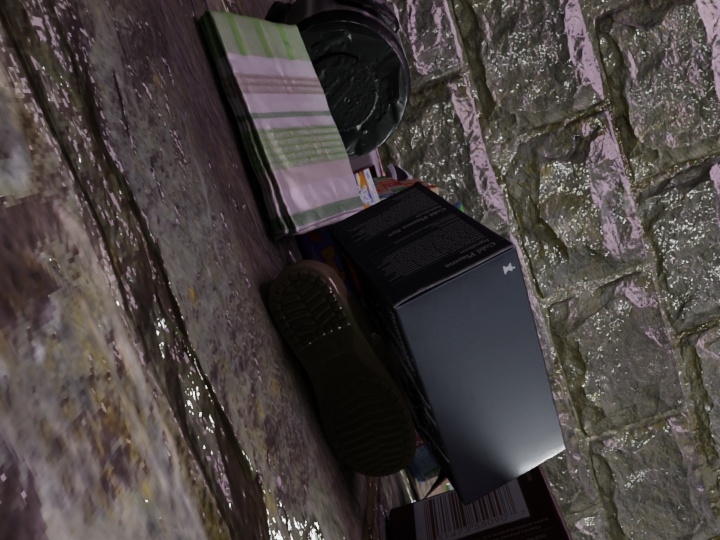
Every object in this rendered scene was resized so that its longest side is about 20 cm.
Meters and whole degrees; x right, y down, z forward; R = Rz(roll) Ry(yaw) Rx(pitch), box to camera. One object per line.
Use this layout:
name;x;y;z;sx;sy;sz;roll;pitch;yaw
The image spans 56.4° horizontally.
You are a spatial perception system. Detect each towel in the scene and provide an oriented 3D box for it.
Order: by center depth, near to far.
towel;-0.068;-0.134;0.625;0.148;0.030;0.204;-22;92;-61

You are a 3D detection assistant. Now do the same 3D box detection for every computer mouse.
computer mouse;0.087;-0.113;1.183;0.111;0.043;0.203;89;-11;-52

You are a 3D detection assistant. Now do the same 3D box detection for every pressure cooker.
pressure cooker;-0.030;-0.255;0.834;0.202;0.174;0.179;-94;168;-56

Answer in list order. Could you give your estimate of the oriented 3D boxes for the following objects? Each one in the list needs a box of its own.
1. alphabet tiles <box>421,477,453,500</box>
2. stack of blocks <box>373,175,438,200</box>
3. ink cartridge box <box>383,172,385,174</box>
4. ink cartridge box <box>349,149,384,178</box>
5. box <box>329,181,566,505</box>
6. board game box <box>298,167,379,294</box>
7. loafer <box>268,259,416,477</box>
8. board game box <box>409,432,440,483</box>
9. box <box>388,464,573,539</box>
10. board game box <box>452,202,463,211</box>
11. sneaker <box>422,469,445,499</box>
alphabet tiles;0.135;0.335;0.796;0.165;0.007;0.204;-27;101;-39
stack of blocks;0.039;-0.098;1.009;0.200;0.112;0.060;-130;-150;-72
ink cartridge box;0.055;-0.093;1.462;0.146;0.081;0.205;19;53;-82
ink cartridge box;-0.008;-0.191;1.215;0.200;0.082;0.180;38;36;-78
box;0.070;0.054;0.585;0.204;0.102;0.182;69;-9;-25
board game box;0.000;0.000;0.745;0.134;0.044;0.204;-36;108;-62
loafer;-0.006;0.074;0.536;0.068;0.074;0.204;-77;148;-64
board game box;0.108;0.178;0.879;0.200;0.198;0.062;45;21;-41
box;0.132;0.322;0.609;0.165;0.162;0.204;-86;155;-76
board game box;0.088;-0.026;1.090;0.035;0.196;0.138;-50;124;-51
sneaker;0.154;0.270;0.872;0.083;0.201;0.077;20;25;-45
